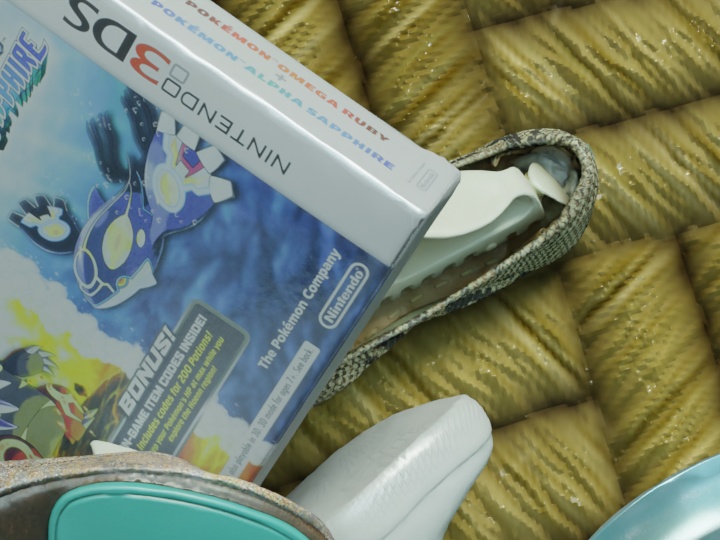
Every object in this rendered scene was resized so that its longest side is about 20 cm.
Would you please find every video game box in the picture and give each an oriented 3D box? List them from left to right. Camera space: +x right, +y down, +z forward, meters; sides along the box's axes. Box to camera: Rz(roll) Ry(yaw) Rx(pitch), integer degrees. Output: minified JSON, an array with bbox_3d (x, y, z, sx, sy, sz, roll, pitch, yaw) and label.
[{"bbox_3d":[-0.092,-0.005,0.725,0.182,0.047,0.200,35,120,5],"label":"video game box"}]

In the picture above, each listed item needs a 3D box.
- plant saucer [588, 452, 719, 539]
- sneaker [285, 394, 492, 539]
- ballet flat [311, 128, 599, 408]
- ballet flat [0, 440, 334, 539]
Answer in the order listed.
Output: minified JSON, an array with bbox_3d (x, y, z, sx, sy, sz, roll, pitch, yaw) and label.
[{"bbox_3d":[0.158,0.123,0.722,0.199,0.200,0.028,-25,119,-8],"label":"plant saucer"},{"bbox_3d":[-0.011,0.135,0.758,0.088,0.075,0.200,44,85,-8],"label":"sneaker"},{"bbox_3d":[0.000,0.000,0.773,0.199,0.075,0.068,-28,80,-8],"label":"ballet flat"},{"bbox_3d":[-0.108,0.083,0.697,0.199,0.067,0.068,3,113,-11],"label":"ballet flat"}]
